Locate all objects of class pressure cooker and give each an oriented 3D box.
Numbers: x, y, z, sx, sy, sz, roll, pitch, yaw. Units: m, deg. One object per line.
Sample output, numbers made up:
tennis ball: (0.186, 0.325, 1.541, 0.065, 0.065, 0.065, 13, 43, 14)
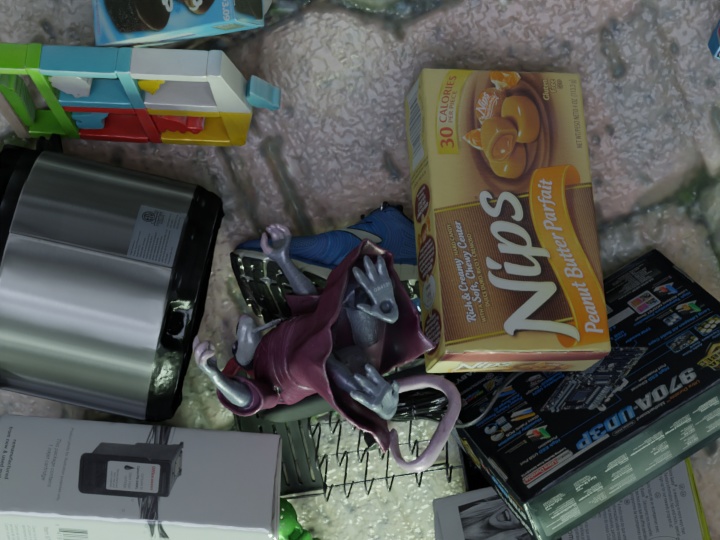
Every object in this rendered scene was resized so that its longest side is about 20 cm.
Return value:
pressure cooker: (-0.207, 0.003, 1.158, 0.199, 0.176, 0.179, 12, 109, -4)

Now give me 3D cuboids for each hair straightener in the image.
hair straightener: (0.021, 0.090, 1.159, 0.199, 0.041, 0.077, -8, 76, 18)

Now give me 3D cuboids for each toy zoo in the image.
toy zoo: (-0.154, -0.120, 1.140, 0.199, 0.131, 0.021, 3, 74, 4)

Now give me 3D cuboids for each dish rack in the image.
dish rack: (0.001, 0.107, 1.243, 0.199, 0.055, 0.154, -9, 108, 8)

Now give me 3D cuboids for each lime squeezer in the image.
lime squeezer: (-0.062, 0.214, 1.282, 0.200, 0.038, 0.071, 49, 137, -14)

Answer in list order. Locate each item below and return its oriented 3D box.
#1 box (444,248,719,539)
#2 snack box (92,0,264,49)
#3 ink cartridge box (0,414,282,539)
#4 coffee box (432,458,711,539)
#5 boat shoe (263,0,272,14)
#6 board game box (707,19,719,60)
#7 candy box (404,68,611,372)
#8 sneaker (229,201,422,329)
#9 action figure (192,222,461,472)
box: (0.166, 0.082, 1.134, 0.200, 0.159, 0.046, -31, 123, -6)
snack box: (-0.125, -0.251, 1.075, 0.116, 0.037, 0.201, -5, 88, 31)
ink cartridge box: (-0.154, 0.180, 1.160, 0.199, 0.084, 0.146, 4, 140, -1)
coffee box: (0.175, 0.282, 1.191, 0.197, 0.200, 0.200, -14, 126, 10)
boat shoe: (-0.075, -0.269, 1.108, 0.073, 0.065, 0.201, 21, 102, 37)
board game box: (0.346, -0.208, 1.107, 0.152, 0.040, 0.201, 23, 110, -4)
candy box: (0.097, -0.034, 1.113, 0.115, 0.055, 0.201, 0, 73, -13)
sneaker: (0.000, 0.000, 1.198, 0.199, 0.089, 0.079, 5, 132, 21)
action figure: (-0.026, 0.052, 1.105, 0.149, 0.134, 0.200, 42, 152, -15)
